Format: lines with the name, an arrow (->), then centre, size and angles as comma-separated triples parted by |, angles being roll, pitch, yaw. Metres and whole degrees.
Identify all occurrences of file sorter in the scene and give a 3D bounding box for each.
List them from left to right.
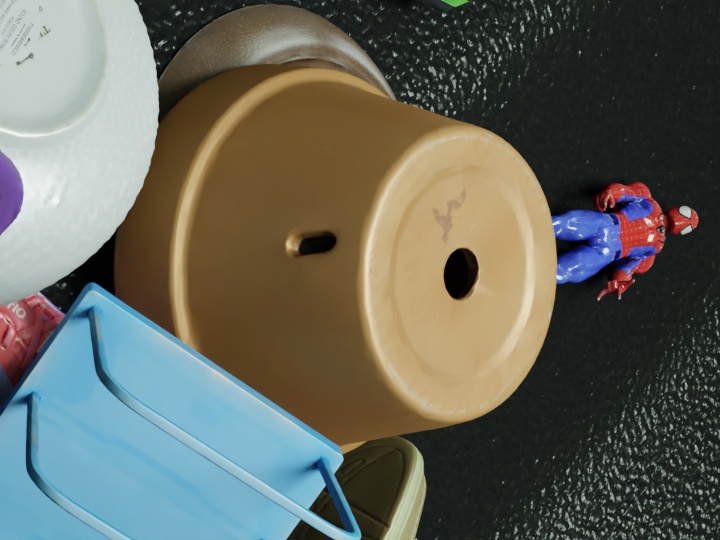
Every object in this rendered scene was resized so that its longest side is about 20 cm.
file sorter -> -0.112, 0.137, 0.821 | 0.138, 0.123, 0.200 | 35, 96, -15

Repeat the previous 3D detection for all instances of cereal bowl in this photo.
cereal bowl -> -0.165, -0.086, 0.824 | 0.199, 0.083, 0.201 | 14, 67, -36

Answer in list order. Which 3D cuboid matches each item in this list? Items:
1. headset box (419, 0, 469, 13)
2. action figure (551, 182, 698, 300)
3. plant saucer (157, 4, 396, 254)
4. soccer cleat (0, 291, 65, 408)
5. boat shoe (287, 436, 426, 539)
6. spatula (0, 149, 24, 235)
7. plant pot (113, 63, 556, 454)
headset box -> 0.048, -0.224, 0.993 | 0.174, 0.199, 0.093 | 18, 64, -45
action figure -> 0.143, -0.017, 1.201 | 0.199, 0.051, 0.066 | -15, 99, -46
plant saucer -> -0.034, -0.040, 1.033 | 0.199, 0.032, 0.202 | -3, 94, -46
soccer cleat -> -0.165, 0.019, 0.875 | 0.200, 0.073, 0.068 | 53, 58, -33
boat shoe -> -0.016, 0.184, 1.039 | 0.063, 0.073, 0.202 | 41, 68, -46
spatula -> -0.209, 0.015, 0.777 | 0.056, 0.200, 0.021 | 36, 28, -28
plant pot -> 0.000, 0.000, 0.950 | 0.199, 0.140, 0.202 | -5, 96, -44
